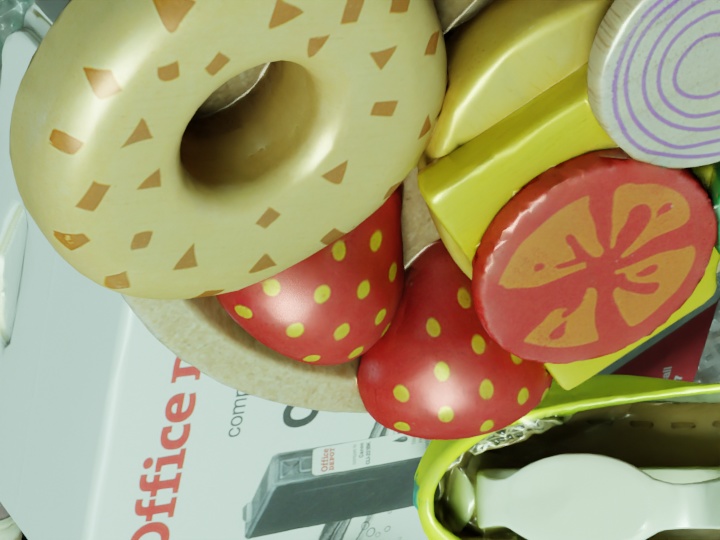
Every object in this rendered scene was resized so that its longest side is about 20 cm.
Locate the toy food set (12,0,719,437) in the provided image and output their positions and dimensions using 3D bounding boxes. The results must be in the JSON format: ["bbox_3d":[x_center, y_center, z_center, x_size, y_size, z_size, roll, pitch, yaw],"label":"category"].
[{"bbox_3d":[0.032,-0.039,0.621,0.197,0.049,0.200,-33,134,6],"label":"toy food set"}]

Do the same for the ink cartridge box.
[{"bbox_3d":[0.000,0.000,0.753,0.199,0.084,0.145,-7,125,-30],"label":"ink cartridge box"}]

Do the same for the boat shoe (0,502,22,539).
[{"bbox_3d":[-0.167,0.015,0.841,0.200,0.072,0.065,39,113,34],"label":"boat shoe"}]

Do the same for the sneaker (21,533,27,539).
[{"bbox_3d":[-0.051,0.103,0.795,0.200,0.078,0.078,29,125,45],"label":"sneaker"}]

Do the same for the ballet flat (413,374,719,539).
[{"bbox_3d":[0.107,0.056,0.690,0.199,0.067,0.067,-3,90,18],"label":"ballet flat"}]
